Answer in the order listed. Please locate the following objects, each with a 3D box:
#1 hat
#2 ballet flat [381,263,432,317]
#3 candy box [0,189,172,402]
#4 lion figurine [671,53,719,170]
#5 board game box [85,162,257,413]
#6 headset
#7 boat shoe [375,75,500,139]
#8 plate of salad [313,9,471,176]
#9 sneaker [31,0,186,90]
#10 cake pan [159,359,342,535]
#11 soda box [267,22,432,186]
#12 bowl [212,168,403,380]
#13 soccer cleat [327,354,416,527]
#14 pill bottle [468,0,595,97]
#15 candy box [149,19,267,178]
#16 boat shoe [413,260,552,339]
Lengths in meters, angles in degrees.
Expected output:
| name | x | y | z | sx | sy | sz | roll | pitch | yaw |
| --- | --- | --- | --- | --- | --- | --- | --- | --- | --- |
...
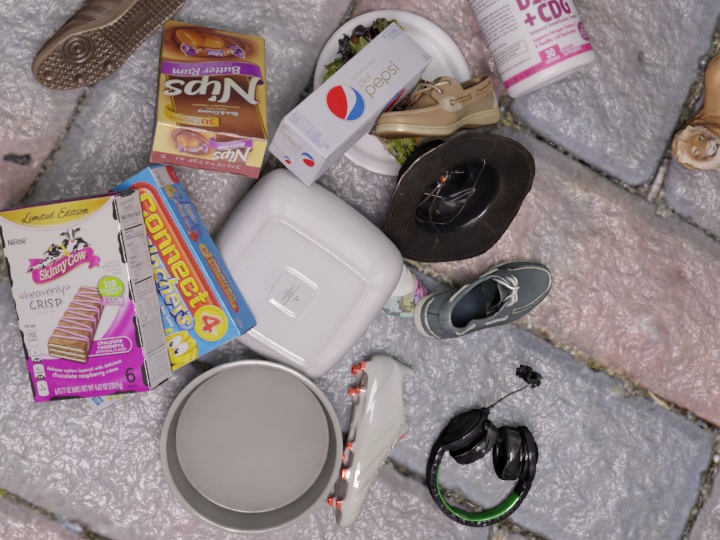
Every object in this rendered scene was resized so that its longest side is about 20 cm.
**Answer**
| name | x | y | z | sx | sy | sz | roll | pitch | yaw |
| --- | --- | --- | --- | --- | --- | --- | --- | --- | --- |
| hat | 0.100 | -0.099 | 1.345 | 0.200 | 0.201 | 0.081 | -19 | 45 | -19 |
| ballet flat | 0.000 | 0.000 | 1.318 | 0.199 | 0.071 | 0.069 | 18 | 43 | -10 |
| candy box | -0.279 | 0.026 | 1.169 | 0.136 | 0.061 | 0.201 | -7 | 98 | 15 |
| lion figurine | 0.464 | -0.211 | 1.466 | 0.122 | 0.073 | 0.201 | 14 | 68 | -3 |
| board game box | -0.243 | 0.019 | 1.220 | 0.195 | 0.056 | 0.201 | -29 | 93 | 17 |
| headset | 0.156 | 0.204 | 1.333 | 0.123 | 0.094 | 0.201 | 22 | 92 | -12 |
| boat shoe | 0.086 | -0.187 | 1.308 | 0.200 | 0.071 | 0.065 | -18 | 105 | -49 |
| plate of salad | 0.043 | -0.213 | 1.363 | 0.199 | 0.048 | 0.201 | 1 | 86 | -14 |
| sneaker | -0.280 | -0.277 | 1.283 | 0.199 | 0.076 | 0.071 | -33 | 136 | 2 |
| cake pan | -0.120 | 0.191 | 1.267 | 0.199 | 0.037 | 0.202 | -1 | 101 | -5 |
| soda box | -0.009 | -0.183 | 1.258 | 0.064 | 0.068 | 0.200 | 43 | 59 | 3 |
| bowl | -0.071 | 0.014 | 1.260 | 0.199 | 0.075 | 0.200 | 35 | 105 | -9 |
| soccer cleat | 0.016 | 0.196 | 1.314 | 0.077 | 0.069 | 0.201 | 15 | 79 | -16 |
| pill bottle | 0.192 | -0.319 | 1.374 | 0.113 | 0.113 | 0.201 | -24 | 91 | -15 |
| candy box | -0.162 | -0.189 | 1.245 | 0.116 | 0.057 | 0.201 | 8 | 43 | -14 |
| boat shoe | 0.158 | 0.035 | 1.346 | 0.199 | 0.062 | 0.073 | -16 | 96 | -31 |
